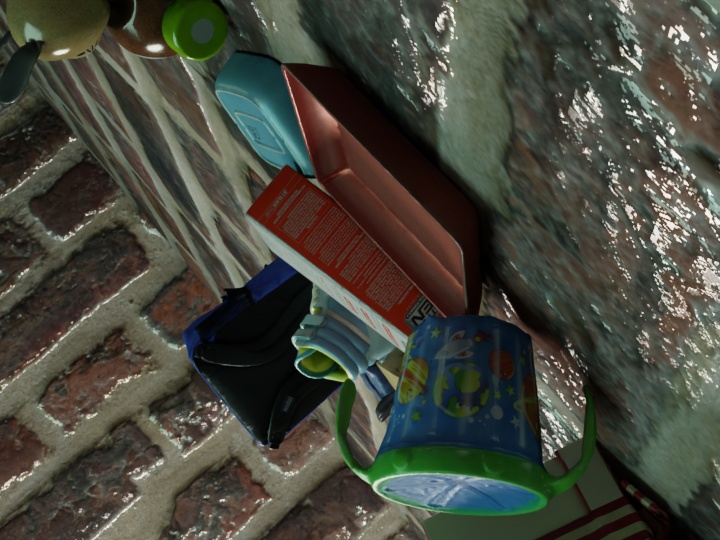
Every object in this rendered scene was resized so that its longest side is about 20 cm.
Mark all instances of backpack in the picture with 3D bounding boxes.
[{"bbox_3d":[-0.088,0.066,1.539,0.163,0.199,0.168,52,180,-24],"label":"backpack"}]

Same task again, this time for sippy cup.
[{"bbox_3d":[0.080,0.107,1.014,0.176,0.132,0.140,13,157,-19],"label":"sippy cup"}]

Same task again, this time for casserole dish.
[{"bbox_3d":[-0.078,-0.136,1.204,0.122,0.039,0.200,55,171,-22],"label":"casserole dish"}]

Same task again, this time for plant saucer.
[{"bbox_3d":[0.027,-0.056,1.020,0.200,0.037,0.200,47,169,21],"label":"plant saucer"}]

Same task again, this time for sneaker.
[{"bbox_3d":[-0.039,0.035,1.385,0.200,0.130,0.080,42,169,44],"label":"sneaker"}]

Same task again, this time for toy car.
[{"bbox_3d":[-0.249,-0.220,1.180,0.164,0.200,0.158,39,165,50],"label":"toy car"}]

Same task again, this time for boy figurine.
[{"bbox_3d":[-0.019,0.104,1.763,0.200,0.064,0.124,46,172,9],"label":"boy figurine"}]

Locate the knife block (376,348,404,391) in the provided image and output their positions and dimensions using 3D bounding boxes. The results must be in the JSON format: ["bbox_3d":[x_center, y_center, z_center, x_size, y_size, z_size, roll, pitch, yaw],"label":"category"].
[{"bbox_3d":[0.101,0.149,1.373,0.176,0.064,0.200,54,170,-20],"label":"knife block"}]

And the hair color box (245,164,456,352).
[{"bbox_3d":[0.000,0.000,1.170,0.199,0.061,0.102,38,172,19],"label":"hair color box"}]

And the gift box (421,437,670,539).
[{"bbox_3d":[0.181,0.280,1.110,0.201,0.185,0.185,62,176,32],"label":"gift box"}]
